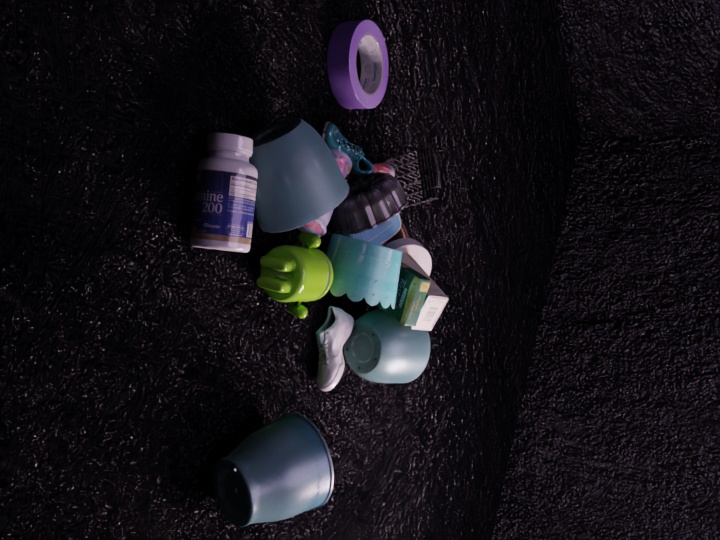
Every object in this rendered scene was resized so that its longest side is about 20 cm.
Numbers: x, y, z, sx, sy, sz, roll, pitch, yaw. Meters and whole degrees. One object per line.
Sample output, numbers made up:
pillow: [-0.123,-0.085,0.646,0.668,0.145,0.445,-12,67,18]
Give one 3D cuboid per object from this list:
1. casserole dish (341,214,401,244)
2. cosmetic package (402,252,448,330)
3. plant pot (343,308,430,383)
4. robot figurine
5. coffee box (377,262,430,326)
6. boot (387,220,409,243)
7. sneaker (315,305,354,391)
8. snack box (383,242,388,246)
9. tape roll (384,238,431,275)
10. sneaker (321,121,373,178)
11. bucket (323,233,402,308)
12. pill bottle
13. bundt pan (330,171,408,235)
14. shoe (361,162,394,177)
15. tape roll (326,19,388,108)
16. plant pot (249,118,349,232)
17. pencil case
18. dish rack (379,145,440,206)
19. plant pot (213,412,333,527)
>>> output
casserole dish: [0.032,-0.112,1.745,0.199,0.039,0.123,-35,123,-24]
cosmetic package: [0.126,0.049,1.740,0.070,0.201,0.106,8,121,-36]
plant pot: [0.053,0.191,1.756,0.159,0.198,0.205,2,93,-50]
robot figurine: [-0.134,0.007,1.466,0.199,0.114,0.180,3,97,-62]
coffee box: [0.083,0.041,1.700,0.043,0.199,0.125,9,107,-37]
boot: [0.092,-0.044,1.924,0.075,0.073,0.204,-21,116,-47]
sneaker: [-0.080,0.184,1.661,0.088,0.074,0.204,38,55,-43]
snack box: [0.088,-0.026,1.870,0.198,0.024,0.073,23,107,-42]
tape roll: [0.100,0.008,1.860,0.199,0.037,0.206,-19,132,-22]
sneaker: [-0.032,-0.287,1.637,0.200,0.078,0.079,40,61,-56]
bucket: [0.000,0.000,1.618,0.206,0.204,0.138,14,91,-61]
pill bottle: [-0.244,-0.138,1.244,0.110,0.109,0.205,6,90,-61]
bundt pan: [0.011,-0.168,1.630,0.202,0.199,0.077,-50,125,-45]
shoe: [0.036,-0.179,1.799,0.090,0.071,0.205,-6,105,-47]
tape roll: [-0.004,-0.495,1.665,0.199,0.064,0.205,-18,111,-60]
plant pot: [-0.141,-0.197,1.349,0.201,0.197,0.163,-52,127,-44]
pencil case: [-0.085,-0.177,1.558,0.091,0.082,0.203,67,39,-56]
dish rack: [0.131,-0.236,1.809,0.054,0.198,0.157,-3,82,-48]
plant pot: [-0.186,0.413,1.388,0.186,0.198,0.205,-13,107,-44]
